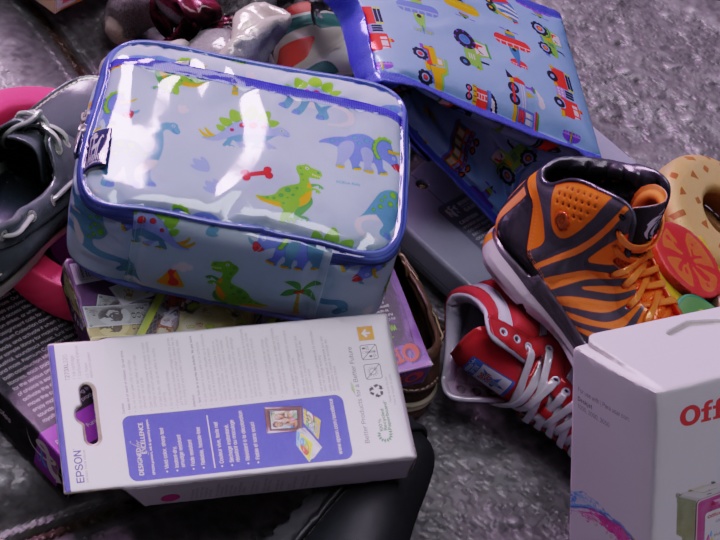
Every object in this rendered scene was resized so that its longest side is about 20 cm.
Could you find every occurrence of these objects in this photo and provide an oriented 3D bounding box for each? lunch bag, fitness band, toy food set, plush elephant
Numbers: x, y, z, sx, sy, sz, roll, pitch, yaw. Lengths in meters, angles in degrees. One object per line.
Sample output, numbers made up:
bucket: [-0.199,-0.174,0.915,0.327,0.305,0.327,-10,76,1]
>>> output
lunch bag: [0.054,-0.140,1.372,0.200,0.094,0.151,30,36,-37]
fitness band: [-0.178,-0.046,1.316,0.144,0.037,0.200,-19,55,-29]
toy food set: [0.230,0.007,1.390,0.200,0.049,0.198,0,56,-47]
lunch bag: [-0.071,-0.058,1.236,0.200,0.082,0.161,12,46,-4]
plush elephant: [-0.108,-0.160,1.396,0.200,0.165,0.155,12,53,3]

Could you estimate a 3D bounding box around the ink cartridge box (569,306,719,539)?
ink cartridge box: [0.202,0.130,1.196,0.144,0.200,0.085,-12,22,-26]

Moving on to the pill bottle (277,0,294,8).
pill bottle: [-0.055,-0.268,1.488,0.114,0.200,0.114,9,47,-10]

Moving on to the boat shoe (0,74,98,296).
boat shoe: [-0.196,-0.064,1.260,0.073,0.062,0.200,25,48,8]

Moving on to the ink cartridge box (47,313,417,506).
ink cartridge box: [-0.074,0.080,1.173,0.200,0.037,0.095,-4,61,-14]

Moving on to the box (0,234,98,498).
box: [-0.188,0.035,1.282,0.143,0.036,0.200,-29,64,-37]

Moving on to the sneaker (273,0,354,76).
sneaker: [0.030,-0.145,1.505,0.200,0.070,0.093,-1,65,-20]

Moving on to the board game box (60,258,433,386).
board game box: [-0.069,0.031,1.243,0.200,0.032,0.120,-11,60,-21]

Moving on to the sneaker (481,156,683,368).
sneaker: [0.168,0.011,1.256,0.200,0.112,0.078,43,37,12]

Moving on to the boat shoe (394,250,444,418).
boat shoe: [0.006,-0.001,1.349,0.075,0.075,0.202,-11,53,-26]

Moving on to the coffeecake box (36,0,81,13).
coffeecake box: [-0.201,-0.288,1.537,0.153,0.073,0.200,36,48,26]

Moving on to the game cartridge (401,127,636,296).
game cartridge: [0.112,-0.043,1.450,0.200,0.042,0.133,-29,58,-36]

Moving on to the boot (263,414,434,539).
boot: [0.027,0.193,1.175,0.168,0.076,0.200,35,53,18]

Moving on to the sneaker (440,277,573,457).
sneaker: [0.124,0.084,1.295,0.112,0.071,0.200,-8,54,-38]
